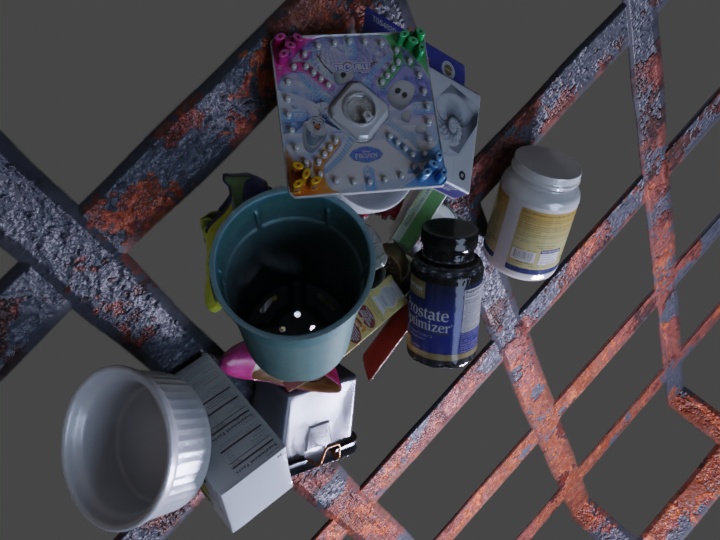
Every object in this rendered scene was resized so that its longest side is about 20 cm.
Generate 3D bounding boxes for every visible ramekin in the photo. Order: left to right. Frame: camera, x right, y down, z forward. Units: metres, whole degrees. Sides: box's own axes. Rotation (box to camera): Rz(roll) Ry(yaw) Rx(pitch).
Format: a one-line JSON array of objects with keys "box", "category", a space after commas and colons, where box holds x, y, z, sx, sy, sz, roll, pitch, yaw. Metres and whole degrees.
[{"box": [-0.285, 0.224, 1.133, 0.097, 0.199, 0.203, 8, 115, -59], "category": "ramekin"}]

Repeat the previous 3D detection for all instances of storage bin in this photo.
[{"box": [-0.088, 0.231, 1.414, 0.197, 0.144, 0.138, -10, 118, -43], "category": "storage bin"}]

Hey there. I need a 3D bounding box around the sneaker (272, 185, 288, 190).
[{"box": [-0.058, -0.047, 1.229, 0.076, 0.099, 0.199, -58, 145, 6], "category": "sneaker"}]

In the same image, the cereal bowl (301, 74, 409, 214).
[{"box": [-0.018, -0.170, 1.142, 0.197, 0.082, 0.206, 9, 76, -40], "category": "cereal bowl"}]

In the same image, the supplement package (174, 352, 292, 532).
[{"box": [-0.197, 0.238, 1.226, 0.108, 0.200, 0.115, -32, 144, -23], "category": "supplement package"}]

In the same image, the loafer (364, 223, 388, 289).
[{"box": [0.000, 0.000, 1.269, 0.069, 0.070, 0.200, -35, 170, -13], "category": "loafer"}]

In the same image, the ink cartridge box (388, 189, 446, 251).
[{"box": [0.096, -0.100, 1.307, 0.147, 0.047, 0.200, -57, -175, 8], "category": "ink cartridge box"}]

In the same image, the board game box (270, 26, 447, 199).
[{"box": [0.000, -0.194, 1.051, 0.195, 0.205, 0.026, -5, 168, -13], "category": "board game box"}]

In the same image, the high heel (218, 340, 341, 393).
[{"box": [-0.115, 0.152, 1.302, 0.198, 0.096, 0.068, 12, 113, -51], "category": "high heel"}]

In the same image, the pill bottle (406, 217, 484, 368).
[{"box": [0.126, 0.032, 1.305, 0.110, 0.111, 0.205, -17, 119, -38], "category": "pill bottle"}]

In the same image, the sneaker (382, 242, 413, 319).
[{"box": [0.054, -0.004, 1.400, 0.090, 0.066, 0.202, -51, 165, -26], "category": "sneaker"}]

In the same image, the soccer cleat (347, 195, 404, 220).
[{"box": [0.010, -0.115, 1.261, 0.199, 0.065, 0.078, -1, 104, -64], "category": "soccer cleat"}]

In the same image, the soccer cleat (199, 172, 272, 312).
[{"box": [-0.179, -0.039, 1.152, 0.082, 0.065, 0.203, 14, 117, -20], "category": "soccer cleat"}]

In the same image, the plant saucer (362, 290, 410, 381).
[{"box": [0.068, 0.085, 1.471, 0.201, 0.036, 0.200, -54, 177, 2], "category": "plant saucer"}]

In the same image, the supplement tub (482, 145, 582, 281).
[{"box": [0.304, -0.102, 1.547, 0.142, 0.144, 0.204, -18, 133, -37], "category": "supplement tub"}]

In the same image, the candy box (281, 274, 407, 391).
[{"box": [-0.030, 0.091, 1.296, 0.199, 0.056, 0.115, -36, -179, -42], "category": "candy box"}]

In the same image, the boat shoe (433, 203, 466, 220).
[{"box": [0.151, -0.063, 1.486, 0.071, 0.071, 0.201, -49, 156, -17], "category": "boat shoe"}]

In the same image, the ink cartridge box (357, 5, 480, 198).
[{"box": [0.076, -0.222, 1.150, 0.197, 0.040, 0.205, 18, 71, -36], "category": "ink cartridge box"}]

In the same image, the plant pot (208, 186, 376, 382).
[{"box": [-0.083, 0.035, 1.105, 0.199, 0.201, 0.197, -36, 159, -20], "category": "plant pot"}]

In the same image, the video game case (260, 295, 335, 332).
[{"box": [-0.074, 0.051, 1.363, 0.197, 0.023, 0.185, -20, 134, -36], "category": "video game case"}]
